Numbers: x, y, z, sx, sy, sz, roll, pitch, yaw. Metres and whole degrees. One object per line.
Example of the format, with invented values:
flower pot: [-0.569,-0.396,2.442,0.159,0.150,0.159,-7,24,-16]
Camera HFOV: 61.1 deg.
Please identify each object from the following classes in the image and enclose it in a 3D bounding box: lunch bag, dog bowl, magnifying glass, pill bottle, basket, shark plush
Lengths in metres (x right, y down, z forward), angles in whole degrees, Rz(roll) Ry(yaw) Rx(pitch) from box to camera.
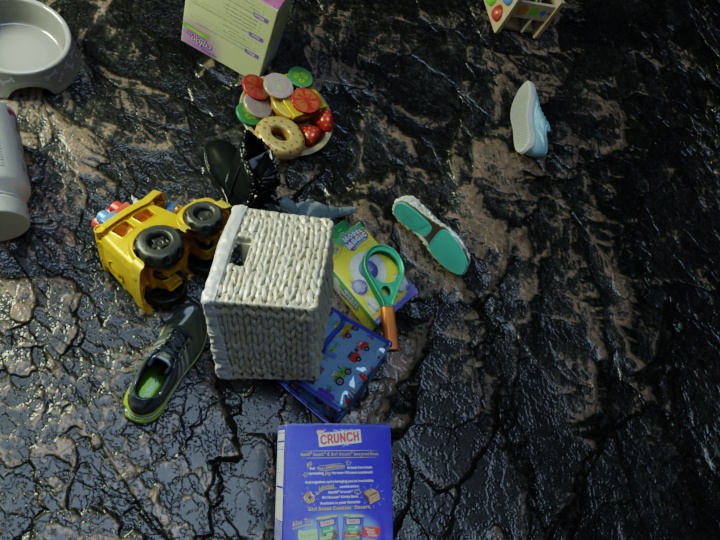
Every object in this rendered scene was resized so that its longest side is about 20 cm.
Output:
lunch bag: [-0.075,0.135,1.015,0.200,0.094,0.151,34,59,11]
dog bowl: [-0.600,-0.395,1.066,0.199,0.059,0.201,9,63,-18]
magnifying glass: [0.046,0.046,1.081,0.079,0.022,0.201,5,66,-21]
pill bottle: [-0.571,-0.153,0.927,0.113,0.113,0.201,-11,70,-26]
basket: [-0.129,0.041,0.923,0.160,0.200,0.199,6,47,2]
shark plush: [-0.089,-0.079,1.119,0.083,0.091,0.200,47,33,21]

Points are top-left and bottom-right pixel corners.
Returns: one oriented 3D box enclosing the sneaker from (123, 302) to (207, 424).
sneaker: [-0.287,0.132,0.922,0.074,0.081,0.200,25,59,-9]

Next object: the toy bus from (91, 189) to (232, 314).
toy bus: [-0.328,-0.060,0.984,0.192,0.136,0.200,36,54,16]

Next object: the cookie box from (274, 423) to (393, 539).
cookie box: [-0.040,0.334,0.913,0.171,0.075,0.201,6,73,-19]

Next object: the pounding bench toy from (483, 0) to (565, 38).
pounding bench toy: [0.407,-0.735,1.596,0.155,0.124,0.201,-1,66,-22]

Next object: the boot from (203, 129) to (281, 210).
boot: [-0.207,-0.181,1.058,0.073,0.162,0.199,-15,72,-29]

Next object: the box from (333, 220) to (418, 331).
box: [0.000,0.000,1.122,0.117,0.048,0.200,-37,81,-32]

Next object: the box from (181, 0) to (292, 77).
box: [-0.238,-0.499,1.178,0.176,0.200,0.097,27,59,-7]

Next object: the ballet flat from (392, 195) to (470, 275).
ballet flat: [0.150,-0.079,1.212,0.200,0.072,0.072,46,58,4]

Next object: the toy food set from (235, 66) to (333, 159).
toy food set: [-0.148,-0.315,1.211,0.200,0.049,0.198,-29,80,-30]

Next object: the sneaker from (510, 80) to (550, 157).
sneaker: [0.409,-0.354,1.450,0.082,0.074,0.201,16,68,-24]
